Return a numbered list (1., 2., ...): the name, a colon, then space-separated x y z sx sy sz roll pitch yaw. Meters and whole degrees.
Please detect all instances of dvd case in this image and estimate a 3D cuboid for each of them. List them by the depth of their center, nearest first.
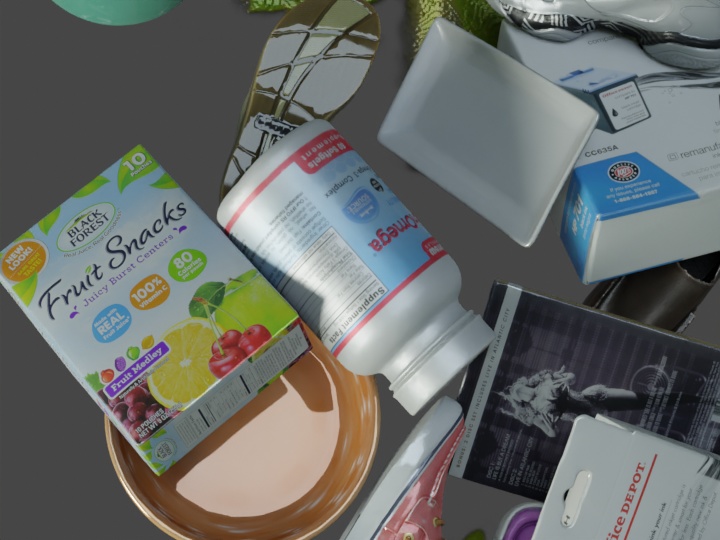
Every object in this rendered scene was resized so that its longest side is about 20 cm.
1. dvd case: 0.170 0.104 1.197 0.198 0.016 0.150 16 102 -4

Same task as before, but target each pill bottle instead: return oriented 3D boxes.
1. pill bottle: 0.000 0.000 1.154 0.109 0.109 0.200 -41 84 -15

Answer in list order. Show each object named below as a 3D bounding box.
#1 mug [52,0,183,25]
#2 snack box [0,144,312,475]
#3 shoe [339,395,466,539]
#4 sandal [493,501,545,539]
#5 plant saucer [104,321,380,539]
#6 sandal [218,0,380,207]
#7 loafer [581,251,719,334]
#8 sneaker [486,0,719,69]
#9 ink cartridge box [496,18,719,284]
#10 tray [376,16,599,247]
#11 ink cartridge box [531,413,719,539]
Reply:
1. mug: -0.195 -0.273 1.228 0.185 0.114 0.152 41 75 5
2. snack box: -0.149 0.024 1.152 0.142 0.053 0.200 -38 60 -12
3. shoe: 0.038 0.195 1.163 0.091 0.071 0.201 34 82 0
4. sandal: 0.112 0.265 1.164 0.081 0.050 0.205 6 75 -5
5. plant saucer: -0.085 0.106 1.187 0.197 0.037 0.203 1 76 -6
6. sandal: -0.052 -0.118 1.243 0.080 0.054 0.202 23 89 -5
7. loafer: 0.224 0.010 1.231 0.073 0.071 0.201 36 75 3
8. sneaker: 0.184 -0.221 1.175 0.198 0.116 0.076 17 53 14
9. ink cartridge box: 0.199 -0.105 1.214 0.145 0.086 0.201 -14 56 -10
10. tray: 0.093 -0.102 1.194 0.022 0.200 0.108 18 105 -41
11. ink cartridge box: 0.208 0.176 1.153 0.198 0.068 0.117 21 91 -16
